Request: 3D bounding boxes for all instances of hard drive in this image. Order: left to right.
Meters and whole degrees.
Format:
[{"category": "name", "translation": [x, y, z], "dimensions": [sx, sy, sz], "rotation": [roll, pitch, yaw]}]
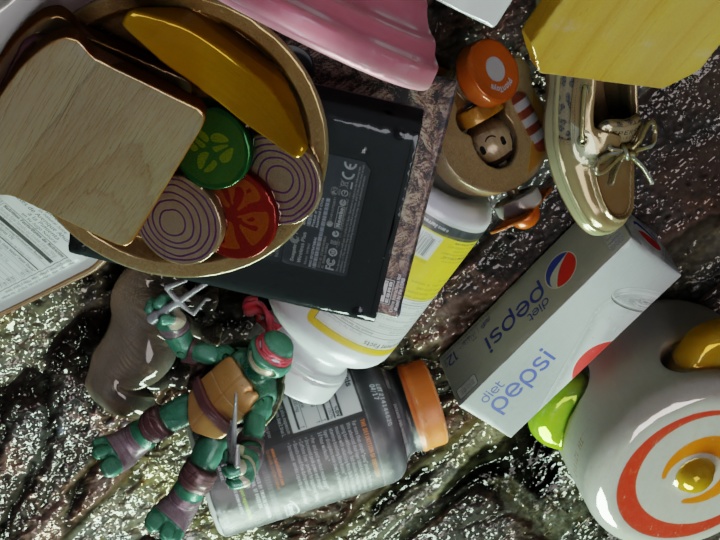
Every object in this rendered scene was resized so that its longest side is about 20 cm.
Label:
[{"category": "hard drive", "translation": [-0.073, -0.054, 1.027], "dimensions": [0.198, 0.033, 0.141], "rotation": [13, 118, -1]}]

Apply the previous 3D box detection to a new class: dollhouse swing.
[{"category": "dollhouse swing", "translation": [0.187, -0.248, 1.114], "dimensions": [0.199, 0.183, 0.176], "rotation": [0, 153, -39]}]

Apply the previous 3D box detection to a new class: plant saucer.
[{"category": "plant saucer", "translation": [-0.038, -0.172, 0.986], "dimensions": [0.199, 0.201, 0.051], "rotation": [22, 102, -28]}]

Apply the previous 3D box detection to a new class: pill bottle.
[{"category": "pill bottle", "translation": [-0.032, 0.133, 1.343], "dimensions": [0.198, 0.107, 0.107], "rotation": [-17, 128, -4]}, {"category": "pill bottle", "translation": [0.000, 0.000, 1.253], "dimensions": [0.111, 0.112, 0.201], "rotation": [24, 116, -30]}]

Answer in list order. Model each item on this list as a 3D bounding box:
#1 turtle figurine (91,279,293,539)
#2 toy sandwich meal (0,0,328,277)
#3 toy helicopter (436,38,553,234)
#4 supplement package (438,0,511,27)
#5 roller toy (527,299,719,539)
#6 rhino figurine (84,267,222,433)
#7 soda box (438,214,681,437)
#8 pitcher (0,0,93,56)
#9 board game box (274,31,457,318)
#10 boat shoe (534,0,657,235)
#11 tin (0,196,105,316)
[{"category": "turtle figurine", "translation": [-0.106, 0.098, 1.216], "dimensions": [0.100, 0.150, 0.200], "rotation": [2, 136, -49]}, {"category": "toy sandwich meal", "translation": [-0.117, -0.070, 0.958], "dimensions": [0.203, 0.070, 0.207], "rotation": [2, 121, 4]}, {"category": "toy helicopter", "translation": [0.129, -0.089, 1.230], "dimensions": [0.199, 0.134, 0.079], "rotation": [0, 168, -37]}, {"category": "supplement package", "translation": [0.033, -0.278, 1.004], "dimensions": [0.150, 0.201, 0.152], "rotation": [20, 117, -28]}, {"category": "roller toy", "translation": [0.260, 0.131, 1.407], "dimensions": [0.199, 0.140, 0.183], "rotation": [-34, 128, 9]}, {"category": "rhino figurine", "translation": [-0.149, 0.032, 1.265], "dimensions": [0.087, 0.060, 0.201], "rotation": [9, 120, -23]}, {"category": "soda box", "translation": [0.159, 0.039, 1.358], "dimensions": [0.068, 0.064, 0.200], "rotation": [32, 111, -33]}, {"category": "pitcher", "translation": [-0.186, -0.176, 1.041], "dimensions": [0.172, 0.121, 0.200], "rotation": [-44, 166, -1]}, {"category": "board game box", "translation": [-0.051, -0.072, 1.117], "dimensions": [0.198, 0.097, 0.161], "rotation": [14, 93, -1]}, {"category": "boat shoe", "translation": [0.170, -0.123, 1.191], "dimensions": [0.073, 0.062, 0.202], "rotation": [-26, 109, -47]}, {"category": "tin", "translation": [-0.254, -0.022, 1.171], "dimensions": [0.199, 0.042, 0.112], "rotation": [-24, 135, 26]}]
